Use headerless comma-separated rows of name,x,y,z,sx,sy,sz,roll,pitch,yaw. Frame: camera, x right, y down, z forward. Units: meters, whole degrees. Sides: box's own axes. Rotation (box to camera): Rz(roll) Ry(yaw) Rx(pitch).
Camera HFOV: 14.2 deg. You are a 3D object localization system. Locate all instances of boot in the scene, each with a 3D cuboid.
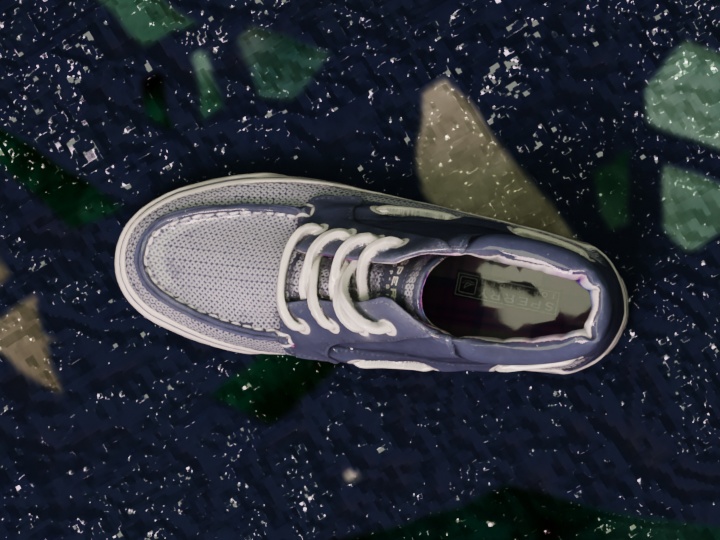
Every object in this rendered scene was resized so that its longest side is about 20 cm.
boot,0.000,0.000,1.081,0.200,0.090,0.073,4,88,7
